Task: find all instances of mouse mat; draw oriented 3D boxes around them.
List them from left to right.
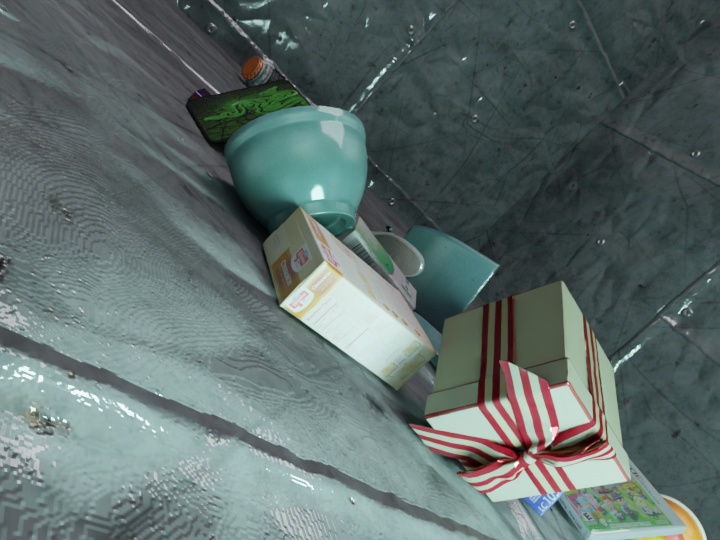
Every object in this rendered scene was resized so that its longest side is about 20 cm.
[{"bbox_3d":[-0.192,-0.284,1.080,0.161,0.200,0.008,53,-27,41],"label":"mouse mat"}]

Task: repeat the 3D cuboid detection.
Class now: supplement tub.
[{"bbox_3d":[-0.352,-0.714,2.343,0.200,0.123,0.123,36,13,-46],"label":"supplement tub"}]

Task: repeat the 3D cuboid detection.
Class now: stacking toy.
[{"bbox_3d":[0.458,0.448,0.998,0.200,0.146,0.146,11,32,-44],"label":"stacking toy"}]

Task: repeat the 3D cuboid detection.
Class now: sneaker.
[{"bbox_3d":[0.075,-0.042,1.224,0.118,0.074,0.200,-3,20,-44],"label":"sneaker"}]

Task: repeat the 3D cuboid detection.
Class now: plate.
[{"bbox_3d":[0.150,0.154,1.120,0.200,0.026,0.200,44,9,-8],"label":"plate"}]

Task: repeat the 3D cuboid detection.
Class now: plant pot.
[{"bbox_3d":[-0.077,-0.115,0.849,0.200,0.200,0.135,25,49,-65],"label":"plant pot"},{"bbox_3d":[0.165,0.006,1.346,0.200,0.197,0.196,39,8,11],"label":"plant pot"}]

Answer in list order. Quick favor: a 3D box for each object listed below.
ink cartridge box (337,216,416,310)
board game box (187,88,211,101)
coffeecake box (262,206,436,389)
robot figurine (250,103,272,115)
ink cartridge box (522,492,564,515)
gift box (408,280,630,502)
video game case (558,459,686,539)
[{"bbox_3d":[0.034,-0.024,1.035,0.161,0.050,0.200,52,20,-13],"label":"ink cartridge box"},{"bbox_3d":[-0.250,-0.280,1.226,0.200,0.032,0.120,43,14,-18],"label":"board game box"},{"bbox_3d":[-0.016,0.033,0.759,0.200,0.073,0.154,40,12,-30],"label":"coffeecake box"},{"bbox_3d":[-0.154,-0.225,1.135,0.200,0.113,0.170,44,11,-8],"label":"robot figurine"},{"bbox_3d":[0.277,0.261,0.874,0.076,0.137,0.200,43,8,21],"label":"ink cartridge box"},{"bbox_3d":[0.175,0.139,0.692,0.200,0.184,0.187,48,35,-23],"label":"gift box"},{"bbox_3d":[0.396,0.354,1.004,0.199,0.022,0.182,6,28,-23],"label":"video game case"}]
